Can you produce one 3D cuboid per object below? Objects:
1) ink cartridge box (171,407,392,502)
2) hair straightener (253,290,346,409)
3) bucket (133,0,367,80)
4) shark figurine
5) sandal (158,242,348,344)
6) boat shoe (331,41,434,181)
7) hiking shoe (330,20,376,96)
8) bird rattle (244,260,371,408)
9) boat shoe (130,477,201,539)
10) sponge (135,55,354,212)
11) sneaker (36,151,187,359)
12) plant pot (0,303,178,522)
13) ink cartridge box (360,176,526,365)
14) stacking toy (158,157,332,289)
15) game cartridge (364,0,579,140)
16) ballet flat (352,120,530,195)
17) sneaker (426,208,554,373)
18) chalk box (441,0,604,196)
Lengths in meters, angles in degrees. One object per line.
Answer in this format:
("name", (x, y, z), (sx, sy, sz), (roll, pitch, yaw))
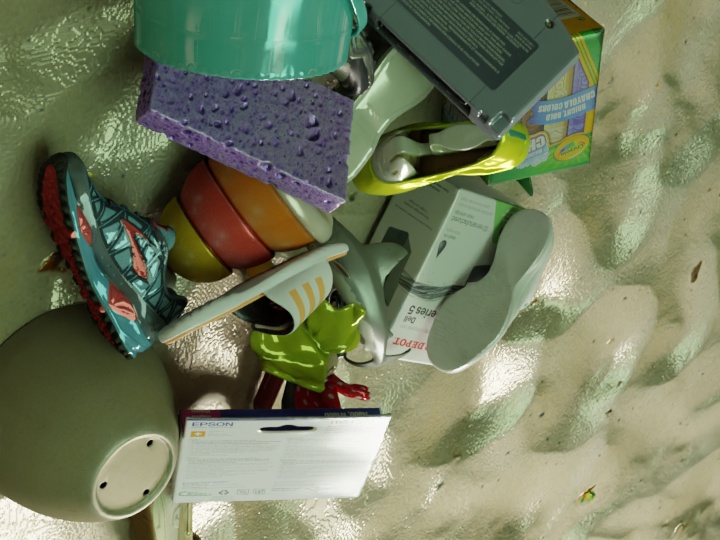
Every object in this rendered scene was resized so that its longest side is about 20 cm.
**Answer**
("ink cartridge box", (-0.080, 0.167, 1.503), (0.194, 0.044, 0.201), (1, 148, -11))
("hair straightener", (-0.048, 0.067, 1.643), (0.076, 0.041, 0.202), (12, 103, -32))
("bucket", (-0.088, -0.240, 1.228), (0.206, 0.206, 0.136), (-15, 121, -40))
("shark figurine", (0.013, 0.018, 1.540), (0.089, 0.128, 0.216), (-33, 115, -15))
("sandal", (-0.090, 0.037, 1.399), (0.206, 0.079, 0.060), (-29, 95, -33))
("boat shoe", (0.011, -0.173, 1.515), (0.202, 0.060, 0.072), (-50, 131, -9))
("hiking shoe", (-0.062, -0.216, 1.405), (0.101, 0.076, 0.200), (-42, 132, -3))
("bird rattle", (-0.053, 0.062, 1.537), (0.112, 0.164, 0.200), (-37, 161, -5))
("boat shoe", (-0.196, 0.292, 1.625), (0.069, 0.074, 0.202), (-19, 130, -29))
("sponge", (-0.096, -0.137, 1.338), (0.199, 0.113, 0.030), (25, 144, -28))
("sneaker", (-0.211, -0.026, 1.351), (0.095, 0.079, 0.202), (-32, 126, -20))
("plant pot", (-0.243, 0.152, 1.423), (0.199, 0.134, 0.202), (-27, 135, -31))
("ink cartridge box", (0.077, -0.004, 1.689), (0.145, 0.084, 0.202), (12, 108, -50))
("stacking toy", (-0.138, -0.040, 1.430), (0.199, 0.147, 0.146), (-35, 142, 5))
("game cartridge", (0.103, -0.234, 1.468), (0.133, 0.200, 0.042), (-42, 170, -17))
("ballet flat", (0.068, -0.118, 1.524), (0.067, 0.198, 0.068), (15, 70, -62))
("sneaker", (0.150, 0.034, 1.676), (0.201, 0.075, 0.089), (-52, 155, -6))
("chalk box", (0.161, -0.173, 1.600), (0.122, 0.125, 0.202), (-12, 126, -20))
